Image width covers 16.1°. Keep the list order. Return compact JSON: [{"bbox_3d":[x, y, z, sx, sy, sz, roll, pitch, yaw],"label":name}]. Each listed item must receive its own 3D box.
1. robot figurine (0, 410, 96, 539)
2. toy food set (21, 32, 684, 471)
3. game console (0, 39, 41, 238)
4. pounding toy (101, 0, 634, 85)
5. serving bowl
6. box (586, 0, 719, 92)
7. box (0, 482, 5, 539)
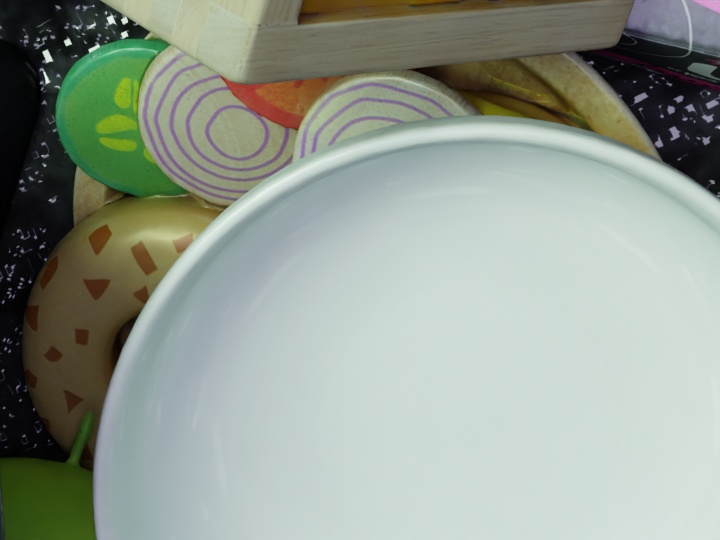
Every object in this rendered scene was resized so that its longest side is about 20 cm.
[{"bbox_3d":[-0.106,0.145,0.740,0.115,0.175,0.201,17,63,-18],"label":"robot figurine"},{"bbox_3d":[0.000,0.000,0.746,0.199,0.049,0.199,20,122,8],"label":"toy food set"},{"bbox_3d":[-0.224,-0.002,0.811,0.175,0.116,0.201,19,93,32],"label":"game console"},{"bbox_3d":[0.020,-0.148,0.585,0.142,0.184,0.201,33,116,31],"label":"pounding toy"},{"bbox_3d":[0.030,0.050,0.681,0.199,0.066,0.201,0,107,0],"label":"serving bowl"},{"bbox_3d":[0.157,-0.109,0.739,0.199,0.115,0.133,14,93,2],"label":"box"},{"bbox_3d":[-0.147,0.024,0.662,0.043,0.200,0.161,-14,122,-24],"label":"box"}]
